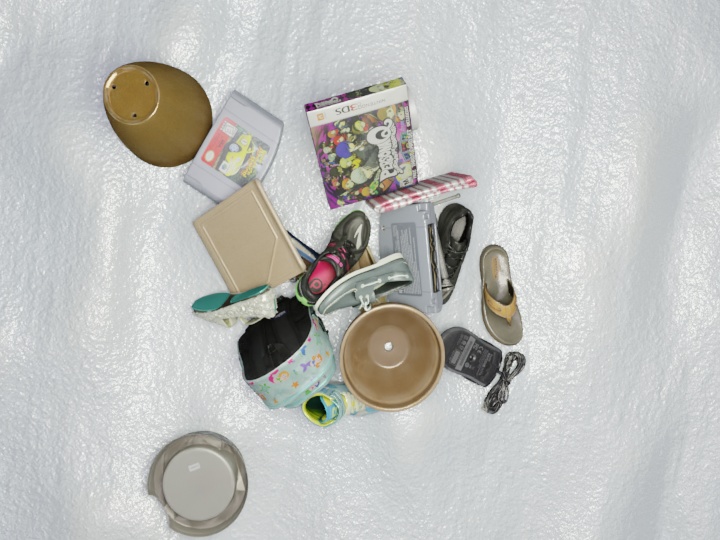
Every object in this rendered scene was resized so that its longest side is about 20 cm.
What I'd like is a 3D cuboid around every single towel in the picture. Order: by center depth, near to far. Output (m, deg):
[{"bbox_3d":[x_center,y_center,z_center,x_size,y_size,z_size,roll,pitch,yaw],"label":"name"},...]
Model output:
[{"bbox_3d":[0.108,-0.144,1.096,0.195,0.146,0.031,-16,103,-2],"label":"towel"}]

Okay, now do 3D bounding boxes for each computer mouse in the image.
[{"bbox_3d":[0.225,0.183,1.177,0.198,0.053,0.140,34,86,-16],"label":"computer mouse"}]

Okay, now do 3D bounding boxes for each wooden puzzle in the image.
[{"bbox_3d":[-0.208,-0.049,1.101,0.197,0.037,0.188,-26,95,32],"label":"wooden puzzle"}]

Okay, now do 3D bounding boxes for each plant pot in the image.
[{"bbox_3d":[-0.369,-0.287,1.031,0.181,0.200,0.192,0,95,-4],"label":"plant pot"},{"bbox_3d":[0.056,0.156,1.117,0.195,0.093,0.207,0,98,-3],"label":"plant pot"}]

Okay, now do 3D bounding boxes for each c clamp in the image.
[{"bbox_3d":[0.130,-0.030,1.111,0.027,0.168,0.206,-14,96,-46],"label":"c clamp"}]

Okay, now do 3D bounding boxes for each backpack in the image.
[{"bbox_3d":[-0.132,0.158,1.077,0.176,0.200,0.152,-35,110,-1],"label":"backpack"}]

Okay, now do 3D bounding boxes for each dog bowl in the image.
[{"bbox_3d":[-0.315,0.413,1.156,0.194,0.059,0.206,0,94,-4],"label":"dog bowl"}]

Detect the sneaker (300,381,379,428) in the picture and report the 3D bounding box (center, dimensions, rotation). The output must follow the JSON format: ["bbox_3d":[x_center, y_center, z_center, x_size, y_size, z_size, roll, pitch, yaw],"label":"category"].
[{"bbox_3d":[-0.026,0.258,1.125,0.194,0.131,0.082,-2,94,-4],"label":"sneaker"}]

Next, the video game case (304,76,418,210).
[{"bbox_3d":[0.007,-0.221,1.043,0.177,0.036,0.203,-15,130,-3],"label":"video game case"}]

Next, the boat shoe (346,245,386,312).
[{"bbox_3d":[0.000,0.000,1.139,0.072,0.063,0.205,-19,94,2],"label":"boat shoe"}]

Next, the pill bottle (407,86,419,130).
[{"bbox_3d":[0.006,-0.275,1.098,0.195,0.111,0.114,-19,95,-2],"label":"pill bottle"}]

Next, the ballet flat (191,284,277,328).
[{"bbox_3d":[-0.237,0.077,1.100,0.196,0.071,0.074,-10,95,31],"label":"ballet flat"}]

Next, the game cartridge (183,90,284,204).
[{"bbox_3d":[-0.236,-0.223,1.126,0.131,0.041,0.203,30,92,-9],"label":"game cartridge"}]

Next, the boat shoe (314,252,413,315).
[{"bbox_3d":[0.010,0.036,1.053,0.197,0.073,0.062,-27,71,-23],"label":"boat shoe"}]

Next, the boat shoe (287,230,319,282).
[{"bbox_3d":[-0.123,-0.017,1.135,0.199,0.072,0.073,38,96,5],"label":"boat shoe"}]

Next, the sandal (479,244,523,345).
[{"bbox_3d":[0.282,0.050,1.162,0.079,0.055,0.206,-6,91,-7],"label":"sandal"}]

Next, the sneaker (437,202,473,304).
[{"bbox_3d":[0.171,-0.030,1.135,0.074,0.091,0.205,10,95,-10],"label":"sneaker"}]

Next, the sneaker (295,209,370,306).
[{"bbox_3d":[-0.040,-0.019,1.056,0.076,0.084,0.202,35,80,-12],"label":"sneaker"}]

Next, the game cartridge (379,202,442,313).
[{"bbox_3d":[0.092,-0.024,1.115,0.040,0.131,0.206,-13,101,-44],"label":"game cartridge"}]
